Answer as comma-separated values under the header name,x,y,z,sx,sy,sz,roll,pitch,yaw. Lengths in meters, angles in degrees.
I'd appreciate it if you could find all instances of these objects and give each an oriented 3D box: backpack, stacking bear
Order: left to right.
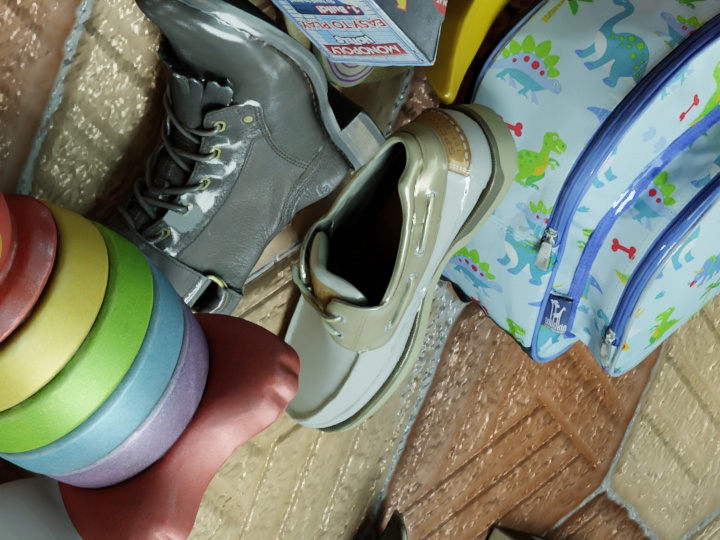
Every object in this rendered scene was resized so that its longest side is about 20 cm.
name,x,y,z,sx,sy,sz,roll,pitch,yaw
stacking bear,-0.141,0.018,1.150,0.122,0.114,0.200,-53,129,-7
backpack,0.140,-0.061,1.423,0.183,0.147,0.200,-40,155,-28

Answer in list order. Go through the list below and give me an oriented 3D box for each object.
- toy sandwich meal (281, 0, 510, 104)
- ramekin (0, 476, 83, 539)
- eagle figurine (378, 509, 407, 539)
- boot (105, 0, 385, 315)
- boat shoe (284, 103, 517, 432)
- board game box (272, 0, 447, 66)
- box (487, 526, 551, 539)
name,x,y,z,sx,sy,sz,roll,pitch,yaw
toy sandwich meal,0.045,-0.170,1.299,0.205,0.070,0.205,-34,141,-34
ramekin,-0.163,0.186,1.251,0.200,0.098,0.201,-33,153,-19
eagle figurine,-0.009,0.246,1.557,0.152,0.151,0.200,-82,150,-66
boot,-0.085,-0.034,1.244,0.174,0.069,0.200,-48,141,-1
boat shoe,0.000,0.000,1.367,0.068,0.075,0.200,-7,135,-45
board game box,-0.008,-0.194,1.161,0.200,0.062,0.200,-55,132,-29
box,0.073,0.260,1.743,0.121,0.032,0.200,20,101,-58
